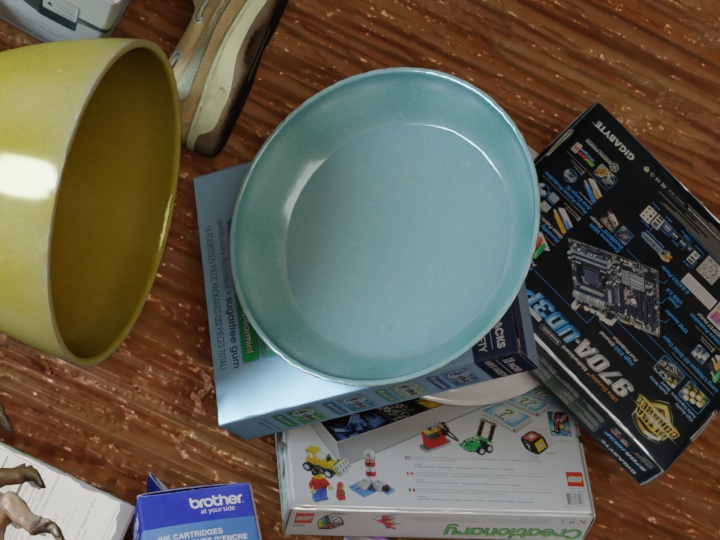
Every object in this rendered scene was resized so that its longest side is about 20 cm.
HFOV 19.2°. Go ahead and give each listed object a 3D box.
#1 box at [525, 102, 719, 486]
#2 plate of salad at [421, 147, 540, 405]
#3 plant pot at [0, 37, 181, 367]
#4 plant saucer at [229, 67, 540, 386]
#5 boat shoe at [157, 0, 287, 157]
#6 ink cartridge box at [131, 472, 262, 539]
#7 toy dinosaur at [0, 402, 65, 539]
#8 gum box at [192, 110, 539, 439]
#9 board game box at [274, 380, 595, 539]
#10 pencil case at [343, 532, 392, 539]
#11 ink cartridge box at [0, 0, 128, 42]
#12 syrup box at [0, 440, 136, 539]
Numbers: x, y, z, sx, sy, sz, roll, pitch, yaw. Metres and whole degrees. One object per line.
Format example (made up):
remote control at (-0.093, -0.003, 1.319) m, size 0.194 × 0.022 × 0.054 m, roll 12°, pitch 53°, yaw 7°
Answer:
box at (0.168, 0.013, 1.385) m, size 0.200 × 0.046 × 0.159 m, roll 45°, pitch 67°, yaw 1°
plate of salad at (0.060, -0.006, 1.411) m, size 0.199 × 0.048 × 0.201 m, roll 5°, pitch 72°, yaw -14°
plant pot at (-0.212, -0.054, 1.302) m, size 0.141 × 0.200 × 0.201 m, roll 12°, pitch 82°, yaw 13°
plant saucer at (0.018, -0.023, 1.287) m, size 0.199 × 0.036 × 0.201 m, roll -7°, pitch 70°, yaw 19°
boat shoe at (-0.090, -0.178, 1.391) m, size 0.076 × 0.072 × 0.201 m, roll 23°, pitch 80°, yaw 2°
ink cartridge box at (-0.095, 0.221, 1.293) m, size 0.076 × 0.137 × 0.201 m, roll -4°, pitch 57°, yaw -12°
toy dinosaur at (-0.257, 0.136, 1.236) m, size 0.135 × 0.086 × 0.201 m, roll -29°, pitch 86°, yaw -6°
gum box at (0.000, 0.000, 1.332) m, size 0.199 × 0.045 × 0.171 m, roll -16°, pitch 67°, yaw 18°
board game box at (0.044, 0.111, 1.377) m, size 0.199 × 0.035 × 0.127 m, roll 3°, pitch 51°, yaw -12°
pencil case at (-0.004, 0.267, 1.356) m, size 0.085 × 0.084 × 0.201 m, roll 20°, pitch 81°, yaw 7°
ink cartridge box at (-0.159, -0.223, 1.308) m, size 0.083 × 0.200 × 0.147 m, roll 28°, pitch 79°, yaw -8°
syrup box at (-0.246, 0.138, 1.318) m, size 0.199 × 0.079 × 0.082 m, roll 26°, pitch 80°, yaw -9°
